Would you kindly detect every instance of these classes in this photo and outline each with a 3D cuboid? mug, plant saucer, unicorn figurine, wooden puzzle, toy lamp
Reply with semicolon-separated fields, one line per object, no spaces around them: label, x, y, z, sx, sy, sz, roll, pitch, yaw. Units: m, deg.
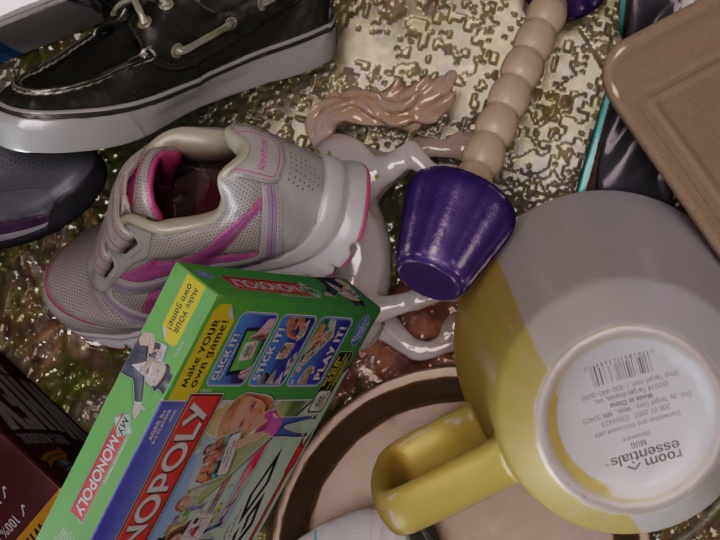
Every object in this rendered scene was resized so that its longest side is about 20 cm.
mug;0.109;0.065;0.847;0.149;0.153;0.188;29;100;-3
plant saucer;0.052;0.150;0.949;0.198;0.029;0.202;0;87;6
unicorn figurine;0.000;0.000;0.948;0.136;0.074;0.202;0;71;6
wooden puzzle;0.239;-0.058;0.881;0.184;0.037;0.201;-27;73;-10
toy lamp;0.068;-0.076;0.905;0.058;0.058;0.201;20;62;6

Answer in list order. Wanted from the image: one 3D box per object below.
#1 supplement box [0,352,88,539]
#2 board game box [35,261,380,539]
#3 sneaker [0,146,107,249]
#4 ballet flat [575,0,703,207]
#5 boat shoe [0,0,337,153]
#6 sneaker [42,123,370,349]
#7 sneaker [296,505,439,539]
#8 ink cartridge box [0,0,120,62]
supplement box;-0.242;0.129;0.914;0.200;0.133;0.198;41;91;13
board game box;-0.080;0.092;0.838;0.029;0.134;0.201;35;105;27
sneaker;-0.223;-0.068;0.921;0.198;0.088;0.075;7;49;28
ballet flat;0.155;-0.110;0.935;0.072;0.073;0.202;10;93;6
boat shoe;-0.099;-0.115;0.910;0.199;0.070;0.064;-25;127;-32
sneaker;-0.094;-0.026;0.912;0.199;0.088;0.082;-23;48;33
sneaker;0.011;0.214;0.895;0.080;0.070;0.202;-16;65;15
ink cartridge box;-0.160;-0.205;0.960;0.198;0.086;0.148;-20;85;3
